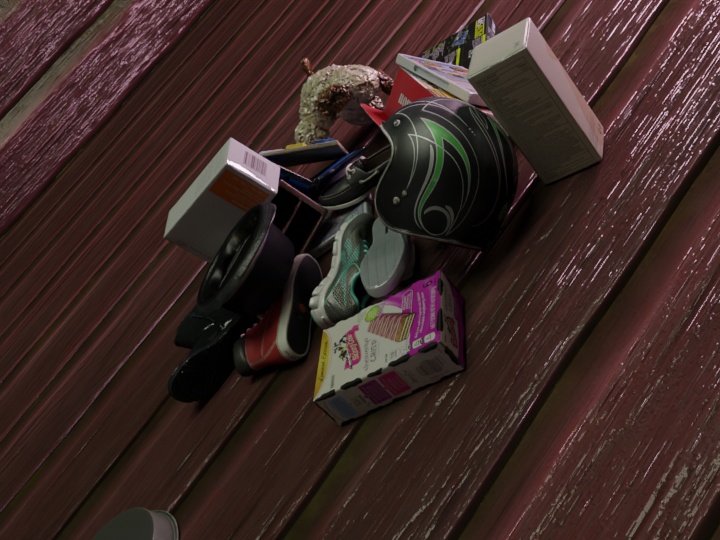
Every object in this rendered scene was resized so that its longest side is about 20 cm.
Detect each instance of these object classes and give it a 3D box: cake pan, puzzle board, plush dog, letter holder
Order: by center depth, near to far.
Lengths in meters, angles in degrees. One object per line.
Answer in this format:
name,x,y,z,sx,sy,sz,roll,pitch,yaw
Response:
cake pan,-0.337,0.415,1.316,0.199,0.037,0.201,-32,31,21
letter holder,-0.165,-0.068,1.625,0.143,0.100,0.200,-62,24,-9
puzzle board,-0.103,-0.208,1.689,0.149,0.018,0.200,-8,0,5
plush dog,-0.031,-0.325,1.719,0.199,0.162,0.171,-30,15,-31

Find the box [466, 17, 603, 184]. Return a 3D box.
box,0.235,-0.222,1.259,0.094,0.200,0.078,-21,34,33

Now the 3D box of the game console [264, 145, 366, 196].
game console,-0.109,-0.190,1.667,0.119,0.170,0.200,-68,16,-9

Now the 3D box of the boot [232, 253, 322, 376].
boot,-0.137,0.069,1.486,0.144,0.072,0.201,-23,38,35

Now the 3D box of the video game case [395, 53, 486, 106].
video game case,0.164,-0.291,1.478,0.200,0.142,0.018,43,122,47

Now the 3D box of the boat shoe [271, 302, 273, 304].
boat shoe,-0.191,0.033,1.601,0.074,0.093,0.200,-27,-8,-18

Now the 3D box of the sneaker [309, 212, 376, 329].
sneaker,0.000,0.000,1.413,0.091,0.078,0.201,-4,54,37

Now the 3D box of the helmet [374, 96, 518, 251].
helmet,0.114,-0.135,1.278,0.200,0.199,0.192,17,95,58

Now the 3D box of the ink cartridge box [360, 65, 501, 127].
ink cartridge box,0.111,-0.242,1.455,0.200,0.174,0.084,-122,48,-60

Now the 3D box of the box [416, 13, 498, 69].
box,0.156,-0.352,1.694,0.192,0.048,0.201,-25,33,27

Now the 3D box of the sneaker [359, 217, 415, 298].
sneaker,0.050,-0.012,1.342,0.073,0.071,0.201,-20,26,22

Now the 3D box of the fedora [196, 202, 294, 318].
fedora,-0.163,-0.001,1.444,0.201,0.091,0.201,-46,24,27

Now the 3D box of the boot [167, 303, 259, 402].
boot,-0.264,0.124,1.569,0.198,0.074,0.162,-46,30,-20

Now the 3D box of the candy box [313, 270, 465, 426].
candy box,0.037,0.101,1.231,0.199,0.061,0.137,-29,32,25

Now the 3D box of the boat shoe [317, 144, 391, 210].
boat shoe,0.012,-0.161,1.573,0.199,0.061,0.074,-20,35,17

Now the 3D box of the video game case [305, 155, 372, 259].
video game case,-0.059,-0.099,1.653,0.182,0.023,0.201,-33,31,20

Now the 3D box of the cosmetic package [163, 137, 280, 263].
cosmetic package,-0.229,-0.111,1.555,0.200,0.101,0.072,-43,30,35
